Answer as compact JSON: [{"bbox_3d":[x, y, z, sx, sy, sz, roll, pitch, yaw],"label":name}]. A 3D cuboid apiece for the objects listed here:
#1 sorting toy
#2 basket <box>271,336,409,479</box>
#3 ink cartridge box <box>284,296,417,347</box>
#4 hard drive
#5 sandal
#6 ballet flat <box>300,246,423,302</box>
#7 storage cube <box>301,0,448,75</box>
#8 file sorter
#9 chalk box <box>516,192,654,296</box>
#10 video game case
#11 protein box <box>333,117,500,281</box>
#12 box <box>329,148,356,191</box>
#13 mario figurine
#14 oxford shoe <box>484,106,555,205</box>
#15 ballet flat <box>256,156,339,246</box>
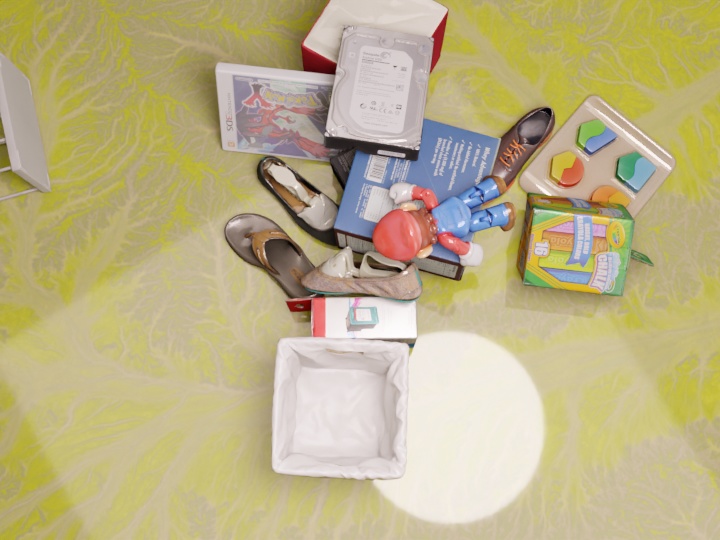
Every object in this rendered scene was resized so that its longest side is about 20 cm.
[{"bbox_3d":[0.386,-0.161,1.748,0.185,0.036,0.200,40,82,7],"label":"sorting toy"},{"bbox_3d":[-0.029,0.211,1.615,0.197,0.161,0.202,2,78,1],"label":"basket"},{"bbox_3d":[-0.014,0.082,1.662,0.198,0.116,0.068,-1,79,1],"label":"ink cartridge box"},{"bbox_3d":[0.028,-0.260,1.560,0.139,0.038,0.201,9,63,1],"label":"hard drive"},{"bbox_3d":[-0.135,-0.024,1.708,0.082,0.055,0.200,-41,72,-11],"label":"sandal"},{"bbox_3d":[0.000,0.000,1.614,0.199,0.068,0.068,5,122,21],"label":"ballet flat"},{"bbox_3d":[0.022,-0.349,1.714,0.170,0.180,0.201,32,80,6],"label":"storage cube"},{"bbox_3d":[-0.591,-0.222,1.714,0.124,0.139,0.201,-14,79,1],"label":"file sorter"},{"bbox_3d":[0.351,-0.039,1.663,0.198,0.125,0.125,6,105,1],"label":"chalk box"},{"bbox_3d":[-0.125,-0.245,1.697,0.198,0.183,0.023,6,55,1],"label":"video game case"},{"bbox_3d":[0.084,-0.114,1.612,0.199,0.135,0.200,16,80,4],"label":"protein box"},{"bbox_3d":[0.060,-0.119,1.720,0.141,0.079,0.201,-29,80,-2],"label":"box"},{"bbox_3d":[0.109,-0.067,1.510,0.199,0.106,0.124,-18,44,-12],"label":"mario figurine"},{"bbox_3d":[0.239,-0.190,1.736,0.071,0.073,0.200,38,82,6],"label":"oxford shoe"},{"bbox_3d":[-0.091,-0.111,1.724,0.200,0.068,0.068,39,81,7],"label":"ballet flat"}]
